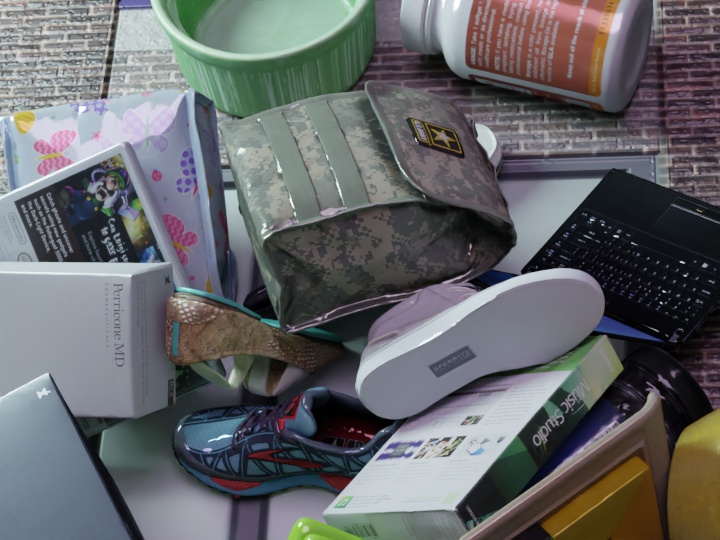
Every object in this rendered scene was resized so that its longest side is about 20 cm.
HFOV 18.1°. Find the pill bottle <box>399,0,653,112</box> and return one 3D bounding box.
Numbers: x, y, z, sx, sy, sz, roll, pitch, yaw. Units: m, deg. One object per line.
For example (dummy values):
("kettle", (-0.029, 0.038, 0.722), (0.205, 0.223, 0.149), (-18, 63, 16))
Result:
("pill bottle", (0.140, -0.209, 1.925), (0.199, 0.112, 0.112), (15, 57, 17))

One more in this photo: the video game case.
("video game case", (-0.224, 0.026, 1.765), (0.181, 0.023, 0.201), (-23, 87, 10))

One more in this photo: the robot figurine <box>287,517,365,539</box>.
("robot figurine", (-0.048, 0.277, 1.561), (0.115, 0.175, 0.201), (22, 95, -14))

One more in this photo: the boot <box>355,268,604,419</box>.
("boot", (0.085, 0.032, 1.660), (0.199, 0.074, 0.096), (-24, 29, 18))

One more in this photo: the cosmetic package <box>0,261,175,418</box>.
("cosmetic package", (-0.242, 0.050, 1.702), (0.199, 0.081, 0.113), (-1, 95, 21))

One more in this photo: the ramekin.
("ramekin", (-0.079, -0.227, 1.976), (0.199, 0.098, 0.201), (-4, 53, 5))

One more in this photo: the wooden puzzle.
("wooden puzzle", (0.154, 0.203, 1.573), (0.200, 0.185, 0.037), (-37, 48, -20))

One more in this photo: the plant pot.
("plant pot", (0.299, 0.163, 1.595), (0.141, 0.200, 0.201), (1, 53, 26))

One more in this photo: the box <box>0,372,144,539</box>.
("box", (-0.205, 0.211, 1.614), (0.104, 0.182, 0.200), (-28, 54, -7))

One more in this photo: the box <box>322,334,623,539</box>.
("box", (0.082, 0.122, 1.621), (0.144, 0.036, 0.200), (-9, 30, 49))

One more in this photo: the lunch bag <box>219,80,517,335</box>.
("lunch bag", (0.009, -0.060, 1.733), (0.199, 0.118, 0.164), (-15, 40, -5))

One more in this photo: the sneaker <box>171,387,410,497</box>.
("sneaker", (-0.048, 0.117, 1.720), (0.199, 0.096, 0.080), (1, 51, 8))

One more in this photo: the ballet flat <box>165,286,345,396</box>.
("ballet flat", (-0.085, 0.062, 1.736), (0.070, 0.200, 0.066), (11, 85, 39))

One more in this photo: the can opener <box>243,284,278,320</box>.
("can opener", (0.000, 0.000, 1.823), (0.199, 0.079, 0.064), (-19, 58, 6))

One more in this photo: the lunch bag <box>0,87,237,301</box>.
("lunch bag", (-0.193, -0.035, 1.831), (0.169, 0.127, 0.201), (-9, 84, 5))

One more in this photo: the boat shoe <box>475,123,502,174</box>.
("boat shoe", (0.031, -0.071, 1.865), (0.199, 0.069, 0.075), (-30, 56, -14))

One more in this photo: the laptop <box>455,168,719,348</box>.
("laptop", (0.188, -0.018, 1.755), (0.177, 0.103, 0.200), (25, 65, 42))

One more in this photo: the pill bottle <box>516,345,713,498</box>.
("pill bottle", (0.162, 0.148, 1.659), (0.200, 0.112, 0.112), (-38, 58, -19))
